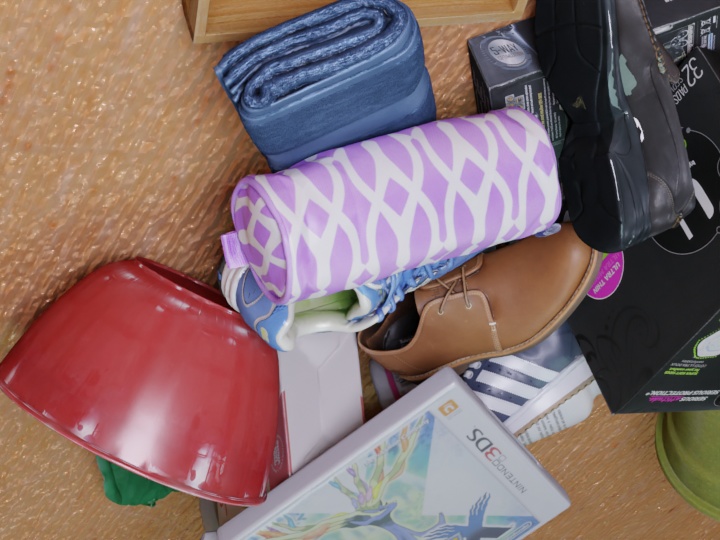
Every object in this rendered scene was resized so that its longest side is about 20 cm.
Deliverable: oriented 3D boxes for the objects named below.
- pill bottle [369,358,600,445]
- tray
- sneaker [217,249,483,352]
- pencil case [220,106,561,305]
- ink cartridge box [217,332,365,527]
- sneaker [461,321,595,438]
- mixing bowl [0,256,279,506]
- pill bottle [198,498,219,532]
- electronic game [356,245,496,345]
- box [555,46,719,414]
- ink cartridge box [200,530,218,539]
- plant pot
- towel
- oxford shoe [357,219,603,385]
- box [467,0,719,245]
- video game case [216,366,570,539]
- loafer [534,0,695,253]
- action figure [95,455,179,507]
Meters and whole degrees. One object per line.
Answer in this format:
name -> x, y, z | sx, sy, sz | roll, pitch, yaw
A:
pill bottle -> 0.117, 0.084, 1.156 | 0.198, 0.114, 0.114 | -23, 147, 5
tray -> 0.006, -0.179, 0.792 | 0.198, 0.037, 0.099 | -7, 145, -18
sneaker -> 0.013, -0.001, 0.923 | 0.198, 0.077, 0.076 | -21, 134, -12
pencil case -> 0.023, -0.041, 0.853 | 0.198, 0.085, 0.085 | -15, -169, -24
ink cartridge box -> -0.064, 0.131, 1.099 | 0.067, 0.118, 0.200 | 4, 154, -22
sneaker -> 0.096, 0.066, 1.066 | 0.199, 0.109, 0.070 | -36, -179, -1
mixing bowl -> -0.129, 0.060, 0.956 | 0.199, 0.199, 0.109 | 25, 92, -47
pill bottle -> -0.030, 0.203, 1.249 | 0.198, 0.116, 0.116 | -19, 147, -1
electronic game -> 0.000, 0.000, 1.038 | 0.198, 0.042, 0.201 | -10, 152, -5
box -> 0.234, -0.020, 0.955 | 0.123, 0.149, 0.200 | 2, 140, -34
ink cartridge box -> -0.063, 0.214, 1.086 | 0.198, 0.040, 0.100 | -8, 160, -17
plant pot -> 0.347, 0.088, 1.241 | 0.199, 0.201, 0.185 | -19, 135, -1
towel -> -0.012, -0.098, 0.843 | 0.111, 0.049, 0.200 | -23, 164, 1
oxford shoe -> 0.079, 0.022, 0.996 | 0.071, 0.072, 0.199 | 22, 136, -40
box -> 0.161, -0.101, 0.977 | 0.159, 0.044, 0.201 | -20, 147, -1
video game case -> 0.028, 0.175, 1.024 | 0.199, 0.022, 0.182 | -36, 131, 9
loafer -> 0.154, -0.116, 0.861 | 0.072, 0.073, 0.202 | -15, 106, -26
action figure -> -0.169, 0.144, 1.148 | 0.117, 0.055, 0.201 | -11, 153, -17
